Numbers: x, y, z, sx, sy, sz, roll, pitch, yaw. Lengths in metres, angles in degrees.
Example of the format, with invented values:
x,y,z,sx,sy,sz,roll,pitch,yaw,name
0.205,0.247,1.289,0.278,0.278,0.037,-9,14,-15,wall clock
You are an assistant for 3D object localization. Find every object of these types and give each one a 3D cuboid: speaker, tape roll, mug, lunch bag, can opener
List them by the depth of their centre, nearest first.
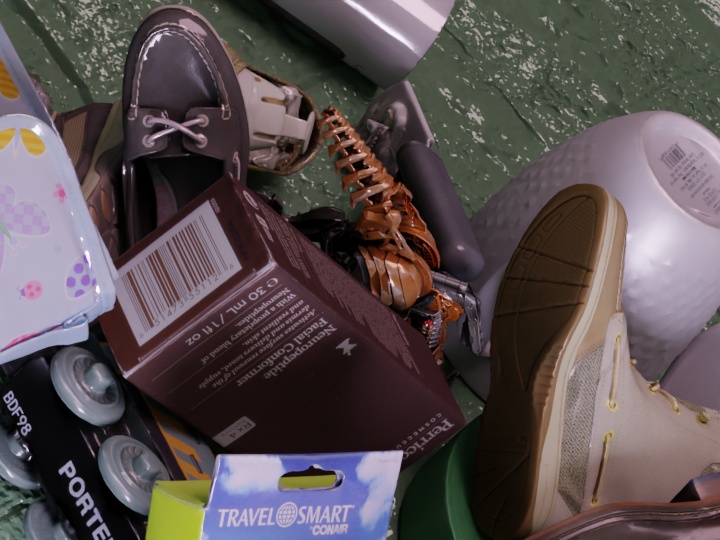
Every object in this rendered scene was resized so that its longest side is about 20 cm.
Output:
x,y,z,sx,sy,sz,roll,pitch,yaw,name
-0.228,-0.036,1.368,0.169,0.127,0.200,-22,72,-16,lunch bag
0.116,0.172,1.606,0.200,0.048,0.201,25,42,-25,tape roll
0.132,-0.003,1.677,0.200,0.175,0.148,-20,70,-50,mug
0.040,-0.042,1.695,0.067,0.053,0.200,36,20,-33,can opener
-0.039,-0.200,1.778,0.200,0.081,0.081,34,39,-15,speaker

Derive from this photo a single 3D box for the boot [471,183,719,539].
x,y,z,sx,sy,sz,roll,pitch,yaw,name
0.148,0.062,1.584,0.154,0.072,0.200,15,85,-36,boot

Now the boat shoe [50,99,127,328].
x,y,z,sx,sy,sz,roll,pitch,yaw,name
-0.162,-0.027,1.514,0.073,0.075,0.200,0,28,11,boat shoe

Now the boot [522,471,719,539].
x,y,z,sx,sy,sz,roll,pitch,yaw,name
0.151,0.176,1.507,0.200,0.075,0.097,-16,65,-24,boot

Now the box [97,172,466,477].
x,y,z,sx,sy,sz,roll,pitch,yaw,name
-0.042,0.045,1.468,0.200,0.100,0.075,39,18,-49,box

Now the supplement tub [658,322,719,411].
x,y,z,sx,sy,sz,roll,pitch,yaw,name
0.277,0.123,1.726,0.200,0.122,0.123,35,37,-33,supplement tub

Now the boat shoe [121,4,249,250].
x,y,z,sx,sy,sz,roll,pitch,yaw,name
-0.092,-0.038,1.499,0.067,0.200,0.057,-1,21,2,boat shoe

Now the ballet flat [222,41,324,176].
x,y,z,sx,sy,sz,roll,pitch,yaw,name
-0.065,-0.088,1.601,0.071,0.071,0.200,54,10,11,ballet flat

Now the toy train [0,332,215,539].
x,y,z,sx,sy,sz,roll,pitch,yaw,name
-0.110,0.118,1.425,0.114,0.085,0.200,4,49,-57,toy train

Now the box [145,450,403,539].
x,y,z,sx,sy,sz,roll,pitch,yaw,name
-0.051,0.177,1.341,0.122,0.200,0.048,1,12,-43,box

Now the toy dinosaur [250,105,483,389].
x,y,z,sx,sy,sz,roll,pitch,yaw,name
0.000,0.000,1.577,0.102,0.135,0.200,-37,126,-67,toy dinosaur
